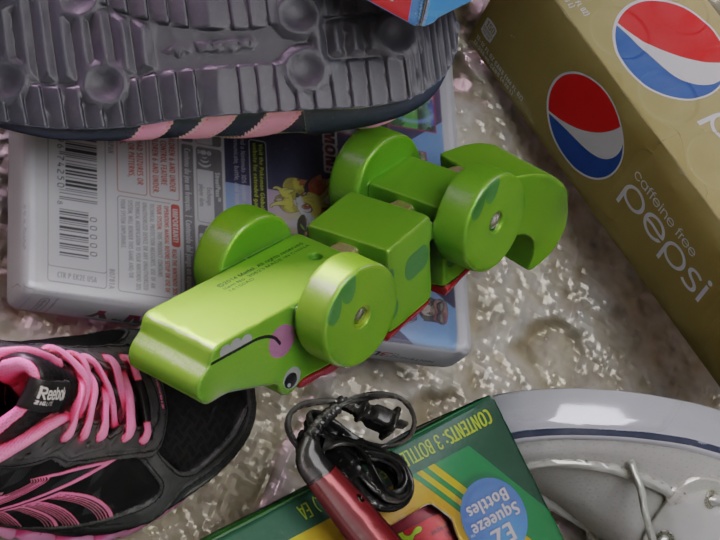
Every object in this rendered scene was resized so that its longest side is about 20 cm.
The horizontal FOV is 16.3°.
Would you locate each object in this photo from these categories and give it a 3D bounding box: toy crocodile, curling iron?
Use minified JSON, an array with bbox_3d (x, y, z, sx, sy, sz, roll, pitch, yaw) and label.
[{"bbox_3d":[0.000,0.000,0.901,0.200,0.067,0.062,-32,132,-42],"label":"toy crocodile"},{"bbox_3d":[0.042,0.123,0.870,0.050,0.026,0.200,-37,94,-31],"label":"curling iron"}]

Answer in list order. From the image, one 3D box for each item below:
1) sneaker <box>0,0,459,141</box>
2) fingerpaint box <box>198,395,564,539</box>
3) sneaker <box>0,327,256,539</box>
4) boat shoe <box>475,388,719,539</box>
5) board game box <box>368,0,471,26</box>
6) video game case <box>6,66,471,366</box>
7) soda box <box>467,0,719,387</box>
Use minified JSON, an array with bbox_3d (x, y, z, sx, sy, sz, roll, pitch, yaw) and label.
[{"bbox_3d":[-0.068,-0.073,0.904,0.199,0.082,0.070,3,81,-5],"label":"sneaker"},{"bbox_3d":[-0.005,0.162,0.890,0.200,0.073,0.167,-24,87,-32],"label":"fingerpaint box"},{"bbox_3d":[-0.111,0.052,0.854,0.200,0.095,0.079,-7,76,-36],"label":"sneaker"},{"bbox_3d":[0.126,0.105,0.985,0.202,0.075,0.086,18,66,-33],"label":"boat shoe"},{"bbox_3d":[0.009,-0.183,0.933,0.200,0.056,0.196,31,39,26],"label":"board game box"},{"bbox_3d":[-0.046,-0.068,0.961,0.182,0.023,0.200,9,64,-26],"label":"video game case"},{"bbox_3d":[0.131,-0.044,1.003,0.068,0.064,0.200,-23,69,-31],"label":"soda box"}]
